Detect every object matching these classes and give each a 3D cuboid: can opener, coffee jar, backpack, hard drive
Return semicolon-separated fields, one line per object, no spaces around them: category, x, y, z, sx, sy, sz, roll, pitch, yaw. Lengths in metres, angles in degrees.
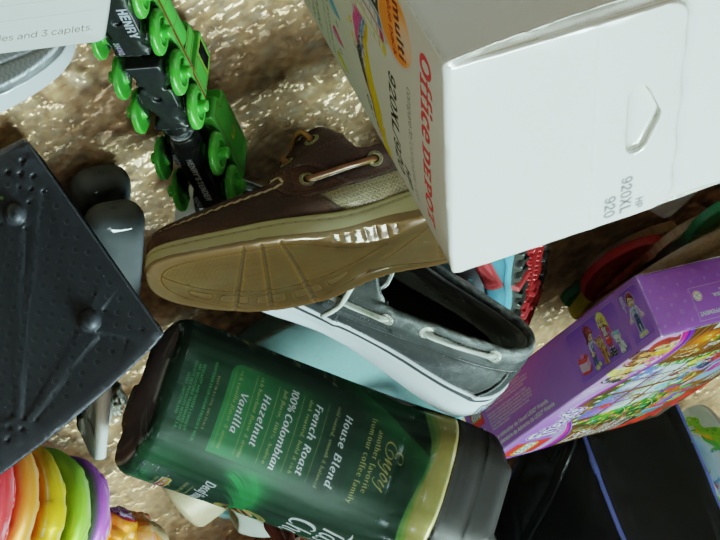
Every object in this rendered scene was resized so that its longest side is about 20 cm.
can opener;-0.149;0.029;1.325;0.066;0.053;0.200;-9;140;-22
coffee jar;-0.024;0.099;1.326;0.200;0.085;0.104;20;164;-10
backpack;0.176;0.193;1.620;0.147;0.183;0.200;-6;144;-26
hard drive;-0.207;0.040;1.244;0.200;0.135;0.042;-36;176;9

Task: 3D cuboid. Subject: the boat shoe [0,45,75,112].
boat shoe;-0.226;-0.081;1.142;0.200;0.072;0.062;-17;163;-3

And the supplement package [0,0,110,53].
supplement package;-0.178;-0.200;0.943;0.152;0.151;0.200;-9;140;-22

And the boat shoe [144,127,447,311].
boat shoe;-0.013;-0.035;1.240;0.200;0.072;0.072;-14;151;-4

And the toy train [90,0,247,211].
toy train;-0.094;-0.097;1.201;0.042;0.056;0.200;-3;147;13

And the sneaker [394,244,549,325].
sneaker;0.052;-0.005;1.370;0.079;0.096;0.200;-56;163;-40

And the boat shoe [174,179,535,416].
boat shoe;-0.001;0.002;1.298;0.199;0.074;0.068;35;136;-2

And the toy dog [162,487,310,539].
toy dog;-0.031;0.147;1.446;0.132;0.096;0.200;-44;141;22

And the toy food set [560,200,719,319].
toy food set;0.210;-0.013;1.459;0.198;0.049;0.200;-22;168;-17

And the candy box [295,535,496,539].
candy box;0.018;0.224;1.537;0.168;0.200;0.072;-28;117;2

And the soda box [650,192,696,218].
soda box;0.119;-0.097;1.325;0.064;0.068;0.200;-44;141;20

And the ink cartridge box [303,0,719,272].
ink cartridge box;0.067;-0.132;1.139;0.145;0.200;0.147;-20;143;-11

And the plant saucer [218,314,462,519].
plant saucer;-0.024;0.073;1.471;0.200;0.036;0.200;-18;143;-14

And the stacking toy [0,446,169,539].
stacking toy;-0.179;0.136;1.368;0.200;0.116;0.110;17;95;-44

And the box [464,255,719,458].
box;0.163;0.046;1.402;0.137;0.039;0.200;-12;162;-31
